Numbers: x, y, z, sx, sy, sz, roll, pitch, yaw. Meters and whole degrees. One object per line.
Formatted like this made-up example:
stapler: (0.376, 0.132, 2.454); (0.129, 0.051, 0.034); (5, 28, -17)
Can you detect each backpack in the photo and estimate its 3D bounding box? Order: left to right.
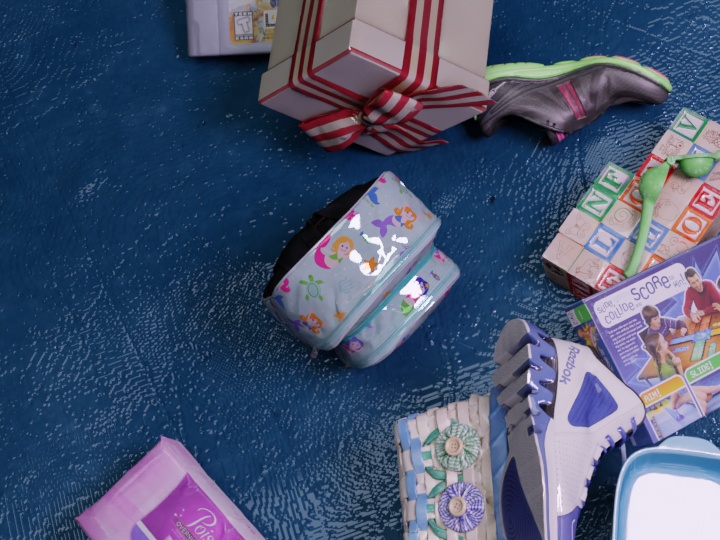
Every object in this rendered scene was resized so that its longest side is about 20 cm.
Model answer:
backpack: (0.000, 0.000, 1.230); (0.151, 0.200, 0.178); (44, 82, 4)

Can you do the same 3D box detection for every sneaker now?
sneaker: (0.208, -0.166, 1.322); (0.200, 0.077, 0.084); (-3, 86, 16)
sneaker: (0.175, 0.137, 1.065); (0.115, 0.081, 0.199); (8, 65, -17)

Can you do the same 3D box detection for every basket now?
basket: (0.135, 0.190, 1.148); (0.200, 0.139, 0.176); (-7, 68, 5)

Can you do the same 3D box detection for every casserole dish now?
casserole dish: (0.258, 0.235, 1.073); (0.121, 0.039, 0.200); (7, 74, -2)

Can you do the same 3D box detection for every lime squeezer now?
lime squeezer: (0.301, -0.079, 1.211); (0.200, 0.038, 0.071); (-38, 66, -4)

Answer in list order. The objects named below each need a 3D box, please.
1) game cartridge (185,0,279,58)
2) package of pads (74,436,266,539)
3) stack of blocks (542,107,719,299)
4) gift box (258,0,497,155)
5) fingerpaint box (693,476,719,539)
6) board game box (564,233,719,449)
game cartridge: (-0.093, -0.298, 1.425); (0.200, 0.042, 0.133); (-1, 102, 13)
package of pads: (-0.158, 0.261, 1.232); (0.121, 0.076, 0.200); (-44, 66, -4)
stack of blocks: (0.276, -0.053, 1.260); (0.115, 0.059, 0.200); (33, 80, 22)
gift box: (0.033, -0.216, 1.294); (0.200, 0.185, 0.187); (18, 69, -26)
fingerpaint box: (0.370, 0.220, 1.124); (0.200, 0.073, 0.167); (-29, 66, 1)
board game box: (0.290, 0.053, 1.161); (0.200, 0.034, 0.135); (-22, 83, -26)
